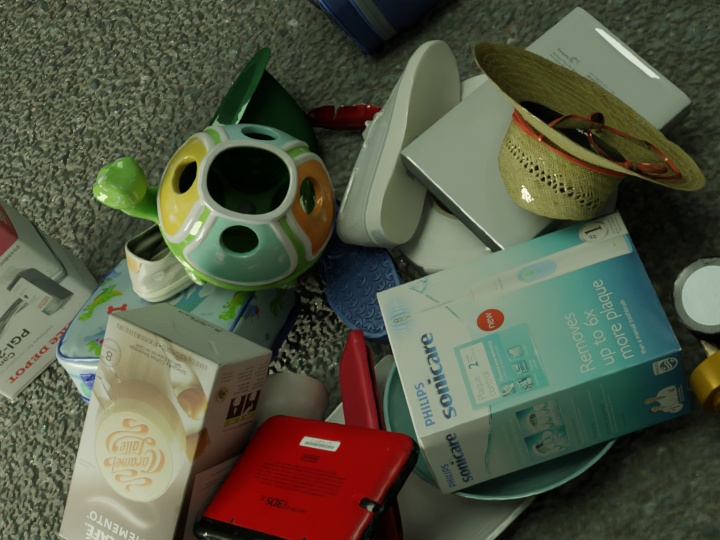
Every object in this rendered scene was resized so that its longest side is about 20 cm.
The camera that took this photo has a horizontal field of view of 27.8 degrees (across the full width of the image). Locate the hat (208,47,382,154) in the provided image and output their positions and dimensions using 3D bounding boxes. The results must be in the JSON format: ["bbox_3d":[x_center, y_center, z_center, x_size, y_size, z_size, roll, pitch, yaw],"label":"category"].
[{"bbox_3d":[-0.055,-0.108,1.419,0.166,0.175,0.200,-67,15,-16],"label":"hat"}]

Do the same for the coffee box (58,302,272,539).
[{"bbox_3d":[-0.160,0.142,1.185,0.114,0.080,0.201,22,106,25],"label":"coffee box"}]

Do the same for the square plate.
[{"bbox_3d":[0.017,0.195,1.175,0.198,0.028,0.200,-47,48,-1],"label":"square plate"}]

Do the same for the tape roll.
[{"bbox_3d":[0.116,-0.071,1.253,0.202,0.071,0.203,-15,55,23],"label":"tape roll"}]

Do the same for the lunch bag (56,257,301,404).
[{"bbox_3d":[-0.166,0.054,1.318,0.199,0.083,0.161,-4,39,30],"label":"lunch bag"}]

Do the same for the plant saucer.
[{"bbox_3d":[0.118,0.101,1.143,0.199,0.036,0.201,-10,49,12],"label":"plant saucer"}]

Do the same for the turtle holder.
[{"bbox_3d":[-0.110,-0.067,1.205,0.185,0.132,0.141,34,77,3],"label":"turtle holder"}]

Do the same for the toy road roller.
[{"bbox_3d":[0.327,0.044,1.021,0.199,0.123,0.147,-29,66,13],"label":"toy road roller"}]

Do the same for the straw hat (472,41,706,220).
[{"bbox_3d":[0.151,-0.084,1.096,0.201,0.200,0.085,52,123,41],"label":"straw hat"}]

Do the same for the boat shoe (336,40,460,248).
[{"bbox_3d":[0.030,-0.108,1.242,0.068,0.072,0.201,-2,65,38],"label":"boat shoe"}]

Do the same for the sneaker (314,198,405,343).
[{"bbox_3d":[0.000,0.000,1.273,0.070,0.078,0.200,-41,47,8],"label":"sneaker"}]

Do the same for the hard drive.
[{"bbox_3d":[0.150,-0.111,1.176,0.200,0.026,0.132,-40,66,-11],"label":"hard drive"}]

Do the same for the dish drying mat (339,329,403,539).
[{"bbox_3d":[0.007,0.149,1.151,0.018,0.077,0.201,1,53,-15],"label":"dish drying mat"}]

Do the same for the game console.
[{"bbox_3d":[-0.027,0.217,1.113,0.200,0.119,0.173,1,52,53],"label":"game console"}]

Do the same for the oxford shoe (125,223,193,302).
[{"bbox_3d":[-0.126,-0.049,1.293,0.200,0.058,0.075,-35,35,-3],"label":"oxford shoe"}]

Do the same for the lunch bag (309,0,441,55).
[{"bbox_3d":[-0.012,-0.323,1.446,0.132,0.136,0.200,-34,49,9],"label":"lunch bag"}]

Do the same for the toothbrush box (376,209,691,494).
[{"bbox_3d":[0.128,0.061,1.094,0.199,0.085,0.147,-19,47,5],"label":"toothbrush box"}]

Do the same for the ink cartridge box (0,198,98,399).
[{"bbox_3d":[-0.361,0.019,1.408,0.146,0.200,0.085,-43,54,2],"label":"ink cartridge box"}]

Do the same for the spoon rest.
[{"bbox_3d":[-0.113,0.146,1.251,0.200,0.099,0.061,-39,50,19],"label":"spoon rest"}]
